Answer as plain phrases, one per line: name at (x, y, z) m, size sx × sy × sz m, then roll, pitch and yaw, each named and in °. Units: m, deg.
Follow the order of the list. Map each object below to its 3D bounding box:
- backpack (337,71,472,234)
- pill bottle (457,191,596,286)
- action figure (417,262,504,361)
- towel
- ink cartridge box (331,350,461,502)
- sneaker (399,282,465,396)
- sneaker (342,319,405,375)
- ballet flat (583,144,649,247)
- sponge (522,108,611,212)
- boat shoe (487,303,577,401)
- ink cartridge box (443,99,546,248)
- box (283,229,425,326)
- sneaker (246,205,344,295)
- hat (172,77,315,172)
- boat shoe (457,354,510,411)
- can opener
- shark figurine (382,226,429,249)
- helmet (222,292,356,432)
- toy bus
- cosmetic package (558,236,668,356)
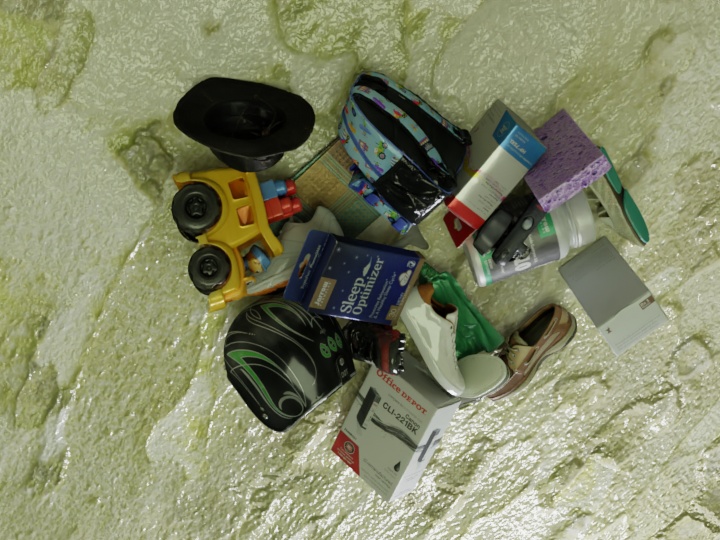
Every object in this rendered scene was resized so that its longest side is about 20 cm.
backpack at (0.045, -0.180, 1.463) m, size 0.199 × 0.183 × 0.134 m, roll 40°, pitch 123°, yaw -10°
pill bottle at (0.260, -0.059, 1.590) m, size 0.197 × 0.114 × 0.115 m, roll -20°, pitch 119°, yaw 2°
action figure at (0.145, 0.064, 1.668) m, size 0.117 × 0.055 × 0.201 m, roll -27°, pitch 122°, yaw 8°
towel at (-0.057, -0.096, 1.575) m, size 0.199 × 0.022 × 0.147 m, roll -41°, pitch 116°, yaw 11°
ink cartridge box at (0.058, 0.258, 1.697) m, size 0.083 × 0.144 × 0.202 m, roll -7°, pitch 128°, yaw -55°
sneaker at (0.134, 0.110, 1.616) m, size 0.084 × 0.073 × 0.202 m, roll -27°, pitch 111°, yaw 10°
sneaker at (0.019, 0.117, 1.595) m, size 0.096 × 0.201 × 0.072 m, roll 1°, pitch 102°, yaw -8°
ballet flat at (0.397, -0.116, 1.622) m, size 0.062 × 0.068 × 0.201 m, roll -18°, pitch 119°, yaw 33°
sponge at (0.288, -0.164, 1.490) m, size 0.111 × 0.201 × 0.030 m, roll -35°, pitch 115°, yaw 11°
boat shoe at (0.273, 0.130, 1.708) m, size 0.200 × 0.076 × 0.074 m, roll -46°, pitch 128°, yaw 5°
ink cartridge box at (0.179, -0.145, 1.530) m, size 0.067 × 0.117 × 0.201 m, roll 33°, pitch 108°, yaw -22°
box at (-0.009, 0.013, 1.508) m, size 0.197 × 0.032 × 0.123 m, roll 11°, pitch 114°, yaw -32°
sneaker at (-0.107, -0.029, 1.557) m, size 0.198 × 0.075 × 0.093 m, roll -27°, pitch 79°, yaw 21°
hat at (-0.164, -0.191, 1.428) m, size 0.196 × 0.203 × 0.082 m, roll 0°, pitch 134°, yaw -9°
boat shoe at (0.174, 0.195, 1.703) m, size 0.200 × 0.073 × 0.060 m, roll -26°, pitch 144°, yaw 37°
can opener at (0.256, -0.087, 1.504) m, size 0.079 × 0.063 × 0.200 m, roll 45°, pitch 84°, yaw -8°
shark figurine at (0.005, -0.011, 1.584) m, size 0.090 × 0.127 × 0.215 m, roll 50°, pitch 115°, yaw 17°
helmet at (-0.117, 0.130, 1.580) m, size 0.199 × 0.200 × 0.192 m, roll -39°, pitch 85°, yaw 12°
toy bus at (-0.172, -0.058, 1.486) m, size 0.188 × 0.136 × 0.204 m, roll -15°, pitch 86°, yaw -10°
cosmetic package at (0.398, 0.038, 1.610) m, size 0.101 × 0.201 × 0.074 m, roll -36°, pitch 117°, yaw 11°
